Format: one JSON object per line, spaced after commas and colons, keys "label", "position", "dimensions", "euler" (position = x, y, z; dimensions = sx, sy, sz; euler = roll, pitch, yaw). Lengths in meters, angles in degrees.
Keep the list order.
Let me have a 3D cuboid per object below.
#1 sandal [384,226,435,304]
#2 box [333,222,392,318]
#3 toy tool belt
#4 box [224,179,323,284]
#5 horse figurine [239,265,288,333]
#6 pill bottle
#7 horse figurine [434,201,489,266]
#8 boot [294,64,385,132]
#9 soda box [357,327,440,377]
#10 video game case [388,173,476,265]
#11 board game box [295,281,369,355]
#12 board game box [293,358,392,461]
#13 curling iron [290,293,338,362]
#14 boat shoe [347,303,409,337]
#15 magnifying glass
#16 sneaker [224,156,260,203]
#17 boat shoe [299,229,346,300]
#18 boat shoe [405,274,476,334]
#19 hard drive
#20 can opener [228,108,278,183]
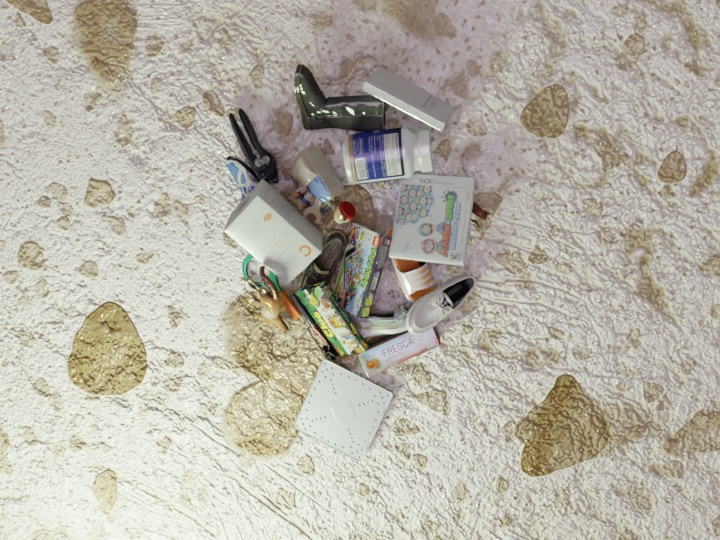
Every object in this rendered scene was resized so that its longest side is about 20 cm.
{"label": "sandal", "position": [0.119, -0.009, 1.427], "dimensions": [0.078, 0.059, 0.209], "euler": [-30, 94, -17]}
{"label": "box", "position": [0.000, 0.000, 1.439], "dimensions": [0.109, 0.034, 0.204], "euler": [25, 103, 42]}
{"label": "toy tool belt", "position": [-0.103, -0.182, 1.429], "dimensions": [0.122, 0.124, 0.202], "euler": [-33, 90, 41]}
{"label": "box", "position": [-0.199, -0.089, 1.409], "dimensions": [0.124, 0.098, 0.200], "euler": [-40, 113, 20]}
{"label": "horse figurine", "position": [-0.227, 0.076, 1.441], "dimensions": [0.131, 0.050, 0.201], "euler": [33, 144, 10]}
{"label": "pill bottle", "position": [0.064, -0.264, 1.382], "dimensions": [0.195, 0.116, 0.119], "euler": [-5, 97, 8]}
{"label": "horse figurine", "position": [0.205, -0.105, 1.416], "dimensions": [0.198, 0.050, 0.134], "euler": [-34, 84, 17]}
{"label": "boot", "position": [-0.042, -0.385, 1.367], "dimensions": [0.196, 0.183, 0.074], "euler": [7, 58, 15]}
{"label": "soda box", "position": [0.095, 0.185, 1.464], "dimensions": [0.197, 0.068, 0.065], "euler": [-25, 94, 9]}
{"label": "video game case", "position": [0.165, -0.120, 1.389], "dimensions": [0.178, 0.024, 0.205], "euler": [6, 83, 20]}
{"label": "board game box", "position": [-0.068, 0.118, 1.448], "dimensions": [0.104, 0.023, 0.202], "euler": [-15, 115, 51]}
{"label": "board game box", "position": [-0.044, 0.352, 1.527], "dimensions": [0.197, 0.026, 0.203], "euler": [25, 100, 3]}
{"label": "curling iron", "position": [-0.113, 0.141, 1.498], "dimensions": [0.025, 0.050, 0.202], "euler": [-32, 91, 11]}
{"label": "boat shoe", "position": [0.066, 0.115, 1.458], "dimensions": [0.198, 0.074, 0.066], "euler": [-11, 100, 16]}
{"label": "magnifying glass", "position": [-0.220, 0.041, 1.510], "dimensions": [0.079, 0.022, 0.201], "euler": [-41, 92, 11]}
{"label": "sneaker", "position": [-0.266, -0.189, 1.455], "dimensions": [0.077, 0.076, 0.201], "euler": [-40, 91, 7]}
{"label": "boat shoe", "position": [-0.098, -0.005, 1.464], "dimensions": [0.072, 0.065, 0.203], "euler": [26, 102, 1]}
{"label": "boat shoe", "position": [0.190, 0.077, 1.395], "dimensions": [0.198, 0.066, 0.073], "euler": [-32, 92, -20]}
{"label": "hard drive", "position": [0.111, -0.386, 1.353], "dimensions": [0.197, 0.132, 0.027], "euler": [29, 126, 2]}
{"label": "can opener", "position": [-0.261, -0.296, 1.441], "dimensions": [0.063, 0.079, 0.202], "euler": [-30, 83, -16]}
